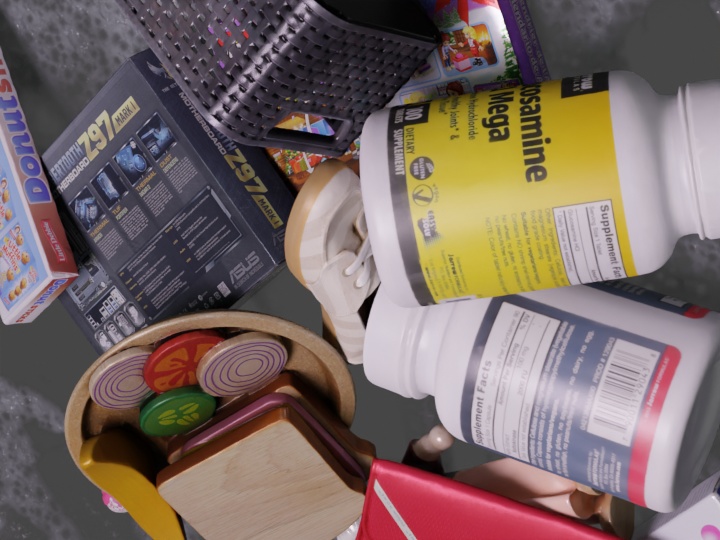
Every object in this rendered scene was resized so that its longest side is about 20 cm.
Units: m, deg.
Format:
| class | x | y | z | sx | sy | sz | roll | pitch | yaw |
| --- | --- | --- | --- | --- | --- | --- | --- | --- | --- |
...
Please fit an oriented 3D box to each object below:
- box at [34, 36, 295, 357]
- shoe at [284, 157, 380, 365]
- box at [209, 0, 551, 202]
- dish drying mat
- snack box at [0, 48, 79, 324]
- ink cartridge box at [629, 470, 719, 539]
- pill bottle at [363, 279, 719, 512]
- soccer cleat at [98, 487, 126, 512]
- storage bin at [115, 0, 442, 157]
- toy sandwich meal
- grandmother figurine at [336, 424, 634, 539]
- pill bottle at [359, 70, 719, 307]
| class | x | y | z | sx | sy | sz | roll | pitch | yaw |
| --- | --- | --- | --- | --- | --- | --- | --- | --- | --- |
| box | -0.134 | -0.032 | 1.318 | 0.158 | 0.051 | 0.200 | 53 | 135 | 3 |
| shoe | 0.000 | 0.000 | 1.238 | 0.053 | 0.070 | 0.200 | 23 | 156 | 20 |
| box | 0.016 | -0.109 | 1.234 | 0.199 | 0.039 | 0.138 | -10 | 108 | 32 |
| dish drying mat | 0.095 | 0.174 | 1.264 | 0.199 | 0.018 | 0.077 | 19 | 124 | 10 |
| snack box | -0.239 | -0.070 | 1.344 | 0.072 | 0.024 | 0.201 | -38 | 67 | 45 |
| ink cartridge box | 0.218 | 0.252 | 1.290 | 0.197 | 0.043 | 0.200 | 48 | 124 | 0 |
| pill bottle | 0.109 | 0.055 | 1.210 | 0.199 | 0.120 | 0.120 | 19 | 120 | 20 |
| soccer cleat | -0.103 | 0.118 | 1.384 | 0.086 | 0.070 | 0.200 | 38 | 128 | -5 |
| storage bin | -0.065 | -0.169 | 1.153 | 0.094 | 0.135 | 0.200 | -46 | 66 | 23 |
| toy sandwich meal | -0.087 | 0.110 | 1.285 | 0.204 | 0.071 | 0.206 | -7 | 135 | -7 |
| grandmother figurine | 0.069 | 0.149 | 1.311 | 0.199 | 0.061 | 0.122 | -16 | 109 | 32 |
| pill bottle | 0.106 | -0.048 | 1.128 | 0.199 | 0.113 | 0.113 | -9 | 109 | 10 |
